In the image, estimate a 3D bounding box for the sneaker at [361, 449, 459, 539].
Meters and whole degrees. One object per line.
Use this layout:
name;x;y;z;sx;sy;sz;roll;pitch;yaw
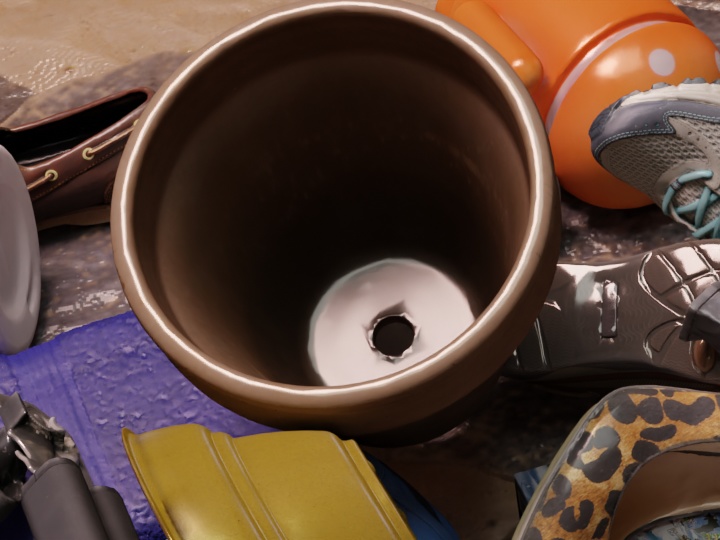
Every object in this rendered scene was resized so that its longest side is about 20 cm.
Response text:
sneaker;0.037;0.152;1.128;0.078;0.066;0.200;2;39;-50

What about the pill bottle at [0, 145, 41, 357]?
pill bottle;-0.281;-0.001;1.313;0.200;0.120;0.120;-5;42;10

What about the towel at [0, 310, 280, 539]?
towel;-0.131;0.093;1.243;0.200;0.050;0.148;-19;50;-11

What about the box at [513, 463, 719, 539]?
box;0.167;0.150;1.122;0.137;0.040;0.200;-17;42;-7

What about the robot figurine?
robot figurine;0.125;-0.112;1.358;0.117;0.144;0.200;-37;52;-6

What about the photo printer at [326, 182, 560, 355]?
photo printer;-0.018;-0.041;1.344;0.166;0.070;0.200;-36;48;-26

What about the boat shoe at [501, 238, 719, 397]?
boat shoe;0.156;0.029;1.224;0.200;0.072;0.076;3;72;23

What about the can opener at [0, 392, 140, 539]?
can opener;-0.140;0.123;1.131;0.067;0.053;0.200;-46;34;9

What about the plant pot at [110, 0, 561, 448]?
plant pot;0.000;0.000;1.147;0.200;0.175;0.200;-4;66;9

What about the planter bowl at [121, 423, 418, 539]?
planter bowl;-0.013;0.130;1.038;0.083;0.200;0.200;-32;45;-2

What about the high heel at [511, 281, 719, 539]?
high heel;0.163;0.107;1.102;0.142;0.071;0.200;34;65;20

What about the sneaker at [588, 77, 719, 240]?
sneaker;0.204;-0.027;1.234;0.200;0.078;0.086;21;56;-14

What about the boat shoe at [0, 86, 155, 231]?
boat shoe;-0.202;-0.054;1.396;0.200;0.070;0.070;-19;43;-7
